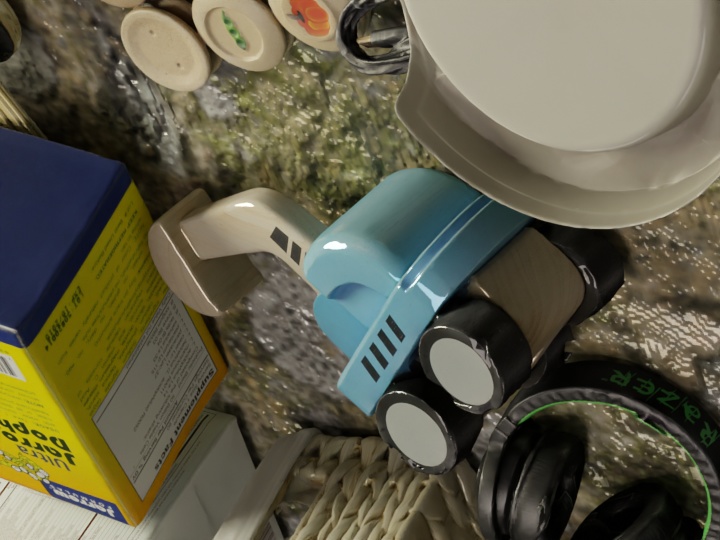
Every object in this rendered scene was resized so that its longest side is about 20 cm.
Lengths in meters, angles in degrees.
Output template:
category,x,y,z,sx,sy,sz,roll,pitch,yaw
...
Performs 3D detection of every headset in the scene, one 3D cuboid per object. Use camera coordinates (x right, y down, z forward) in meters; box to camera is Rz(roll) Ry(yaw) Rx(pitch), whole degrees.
category,x,y,z,sx,sy,sz,roll,pitch,yaw
headset,0.106,0.134,1.194,0.123,0.094,0.200,32,134,5

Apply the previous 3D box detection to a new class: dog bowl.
category,x,y,z,sx,sy,sz,roll,pitch,yaw
dog bowl,0.081,-0.118,0.904,0.200,0.059,0.201,22,129,30

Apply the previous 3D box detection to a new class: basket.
category,x,y,z,sx,sy,sz,roll,pitch,yaw
basket,0.020,0.198,1.308,0.123,0.136,0.200,-4,130,40

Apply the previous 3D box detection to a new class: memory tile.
category,x,y,z,sx,sy,sz,roll,pitch,yaw
memory tile,-0.094,-0.167,1.066,0.153,0.017,0.200,-6,129,44

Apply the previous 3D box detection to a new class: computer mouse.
category,x,y,z,sx,sy,sz,roll,pitch,yaw
computer mouse,0.071,-0.105,0.991,0.200,0.034,0.059,4,120,40

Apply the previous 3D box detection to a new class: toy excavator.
category,x,y,z,sx,sy,sz,roll,pitch,yaw
toy excavator,0.000,0.000,1.139,0.200,0.100,0.195,44,145,9

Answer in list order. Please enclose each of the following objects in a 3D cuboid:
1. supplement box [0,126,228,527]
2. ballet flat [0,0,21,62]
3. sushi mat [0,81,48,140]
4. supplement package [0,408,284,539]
category,x,y,z,sx,sy,sz,roll,pitch,yaw
supplement box,-0.164,0.030,1.253,0.109,0.109,0.200,17,151,25
ballet flat,-0.242,-0.175,1.164,0.200,0.057,0.066,40,135,-19
sushi mat,-0.219,-0.102,1.197,0.095,0.012,0.200,15,159,25
supplement package,-0.165,0.177,1.421,0.200,0.147,0.192,12,140,29
